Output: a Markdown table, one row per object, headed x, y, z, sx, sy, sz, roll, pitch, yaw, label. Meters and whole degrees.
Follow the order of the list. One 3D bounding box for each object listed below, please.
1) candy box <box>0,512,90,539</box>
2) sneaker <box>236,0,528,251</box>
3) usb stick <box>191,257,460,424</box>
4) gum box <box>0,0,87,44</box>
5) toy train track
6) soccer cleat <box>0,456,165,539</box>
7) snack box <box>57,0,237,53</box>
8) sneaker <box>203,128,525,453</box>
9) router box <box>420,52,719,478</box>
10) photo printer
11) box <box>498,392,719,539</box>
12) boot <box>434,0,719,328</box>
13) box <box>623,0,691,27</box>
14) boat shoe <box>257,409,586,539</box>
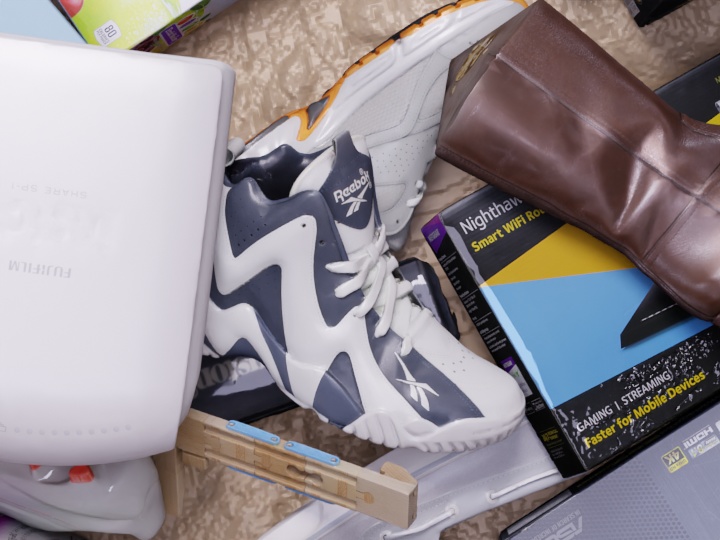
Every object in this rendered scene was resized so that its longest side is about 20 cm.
| x | y | z | sx | sy | sz | roll | pitch | yaw | label |
| --- | --- | --- | --- | --- | --- | --- | --- | --- | --- |
| -0.167 | 0.164 | 1.285 | 0.200 | 0.136 | 0.061 | 20 | 91 | 3 | candy box |
| 0.016 | -0.065 | 1.327 | 0.200 | 0.076 | 0.092 | -36 | 95 | 8 | sneaker |
| -0.048 | 0.048 | 1.337 | 0.200 | 0.033 | 0.056 | -19 | 95 | 1 | usb stick |
| -0.246 | -0.109 | 1.295 | 0.170 | 0.045 | 0.200 | -36 | 69 | -13 | gum box |
| -0.058 | 0.081 | 1.280 | 0.200 | 0.033 | 0.115 | 18 | 128 | 23 | toy train track |
| -0.189 | 0.093 | 1.310 | 0.200 | 0.078 | 0.069 | 16 | 58 | 29 | soccer cleat |
| -0.094 | -0.224 | 1.330 | 0.200 | 0.068 | 0.169 | -34 | 87 | -2 | snack box |
| 0.000 | 0.000 | 1.255 | 0.199 | 0.079 | 0.130 | 27 | 121 | 15 | sneaker |
| 0.152 | -0.007 | 1.302 | 0.200 | 0.051 | 0.149 | -30 | 87 | -15 | router box |
| -0.152 | -0.009 | 1.210 | 0.166 | 0.069 | 0.200 | 8 | 87 | -8 | photo printer |
| 0.195 | 0.150 | 1.319 | 0.200 | 0.051 | 0.158 | -32 | 90 | 1 | box |
| 0.153 | -0.088 | 1.264 | 0.200 | 0.064 | 0.187 | 33 | 72 | 2 | boot |
| 0.222 | -0.195 | 1.276 | 0.200 | 0.159 | 0.046 | -29 | 89 | 0 | box |
| 0.024 | 0.128 | 1.320 | 0.200 | 0.072 | 0.069 | -29 | 85 | -9 | boat shoe |
